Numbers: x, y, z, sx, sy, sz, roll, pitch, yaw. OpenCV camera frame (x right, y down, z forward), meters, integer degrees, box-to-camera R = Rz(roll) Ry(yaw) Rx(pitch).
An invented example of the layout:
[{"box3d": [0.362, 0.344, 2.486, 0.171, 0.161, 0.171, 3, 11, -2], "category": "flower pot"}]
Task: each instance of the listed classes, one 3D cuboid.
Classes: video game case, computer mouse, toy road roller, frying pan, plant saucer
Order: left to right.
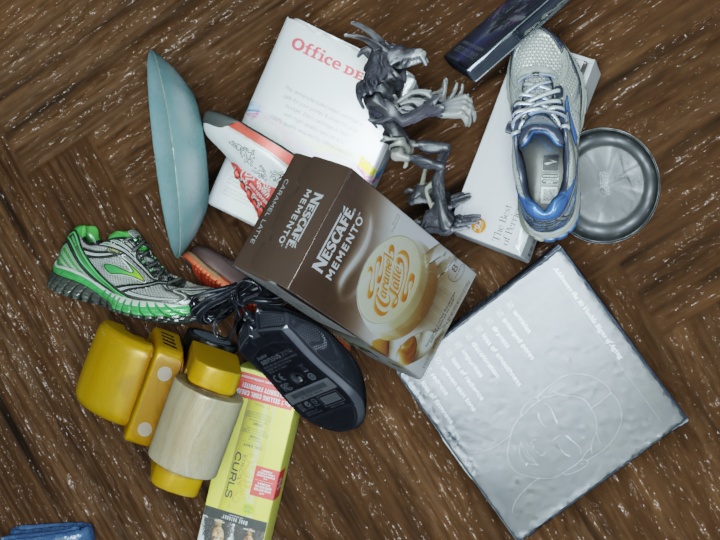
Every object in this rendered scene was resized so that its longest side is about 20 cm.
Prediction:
[{"box3d": [-0.202, 0.121, 1.051, 0.144, 0.200, 0.125, 20, 95, -16], "category": "toy road roller"}, {"box3d": [-0.177, -0.115, 1.050, 0.038, 0.201, 0.205, -9, 91, -14], "category": "plant saucer"}, {"box3d": [-0.059, 0.072, 1.031, 0.137, 0.053, 0.201, -20, 118, 39], "category": "computer mouse"}, {"box3d": [0.169, -0.258, 1.015, 0.199, 0.143, 0.019, -42, 105, 8], "category": "video game case"}, {"box3d": [0.209, -0.097, 1.073, 0.187, 0.031, 0.117, 18, 92, 4], "category": "frying pan"}]

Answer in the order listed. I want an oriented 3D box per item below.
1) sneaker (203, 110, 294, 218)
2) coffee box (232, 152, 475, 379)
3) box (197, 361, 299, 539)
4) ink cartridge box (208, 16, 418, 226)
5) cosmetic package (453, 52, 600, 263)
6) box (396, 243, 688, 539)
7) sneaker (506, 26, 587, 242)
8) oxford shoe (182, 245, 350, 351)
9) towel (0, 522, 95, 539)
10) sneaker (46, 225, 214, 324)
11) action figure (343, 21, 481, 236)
[{"box3d": [-0.083, -0.059, 1.007, 0.200, 0.067, 0.109, 31, 94, -1], "category": "sneaker"}, {"box3d": [0.000, 0.000, 0.938, 0.079, 0.199, 0.116, 21, 80, 46], "category": "coffee box"}, {"box3d": [-0.113, 0.203, 1.113, 0.074, 0.050, 0.203, 15, 93, 7], "category": "box"}, {"box3d": [-0.044, -0.127, 1.075, 0.146, 0.086, 0.202, 26, 94, 4], "category": "ink cartridge box"}, {"box3d": [0.161, -0.118, 1.051, 0.082, 0.051, 0.203, 20, 90, 22], "category": "cosmetic package"}, {"box3d": [0.172, 0.113, 1.034, 0.196, 0.124, 0.201, -37, 86, 9], "category": "box"}, {"box3d": [0.171, -0.132, 0.978, 0.076, 0.085, 0.204, -7, 81, 15], "category": "sneaker"}, {"box3d": [-0.089, 0.018, 1.104, 0.198, 0.071, 0.073, 29, 76, 1], "category": "oxford shoe"}, {"box3d": [-0.327, 0.376, 1.150, 0.110, 0.049, 0.204, -7, 91, 7], "category": "towel"}, {"box3d": [-0.232, 0.004, 1.099, 0.197, 0.078, 0.087, 16, 90, 19], "category": "sneaker"}, {"box3d": [0.057, -0.140, 0.977, 0.101, 0.119, 0.202, -18, 115, 12], "category": "action figure"}]
